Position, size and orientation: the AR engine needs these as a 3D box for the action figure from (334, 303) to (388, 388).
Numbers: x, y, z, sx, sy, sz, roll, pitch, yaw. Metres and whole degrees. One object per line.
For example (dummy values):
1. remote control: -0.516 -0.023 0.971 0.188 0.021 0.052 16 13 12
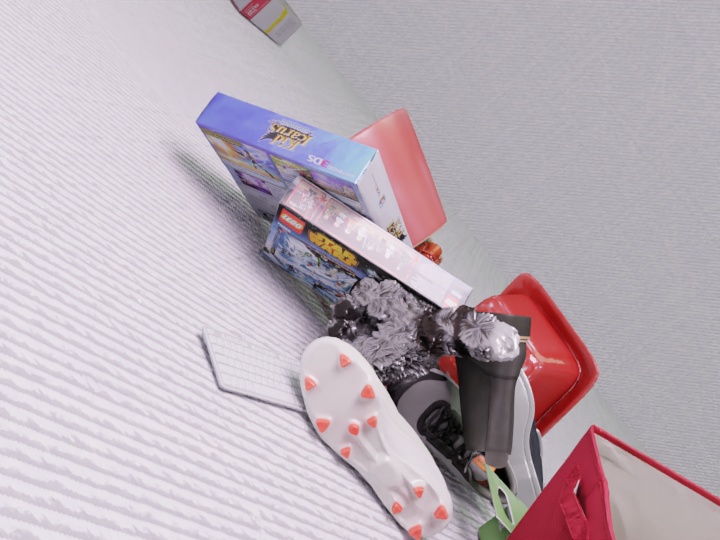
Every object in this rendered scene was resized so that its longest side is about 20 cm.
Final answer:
1. action figure: 0.011 0.046 0.897 0.201 0.065 0.052 61 -7 20

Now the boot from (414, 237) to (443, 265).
1. boot: 0.072 0.000 1.174 0.075 0.107 0.200 49 15 -8

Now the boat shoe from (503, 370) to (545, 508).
1. boat shoe: 0.181 0.206 0.958 0.060 0.075 0.203 34 52 -70

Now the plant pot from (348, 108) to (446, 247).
1. plant pot: 0.026 -0.113 1.175 0.179 0.199 0.200 58 13 -5

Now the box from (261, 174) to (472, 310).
1. box: 0.000 0.000 0.797 0.199 0.040 0.137 33 -24 -2

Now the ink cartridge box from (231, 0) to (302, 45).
1. ink cartridge box: -0.246 -0.658 1.934 0.146 0.083 0.200 56 14 22

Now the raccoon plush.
1. raccoon plush: 0.051 0.089 0.753 0.198 0.097 0.134 19 -22 25

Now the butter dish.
1. butter dish: 0.175 0.121 1.049 0.147 0.201 0.200 16 33 -41

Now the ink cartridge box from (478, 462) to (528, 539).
1. ink cartridge box: 0.170 0.300 0.782 0.200 0.059 0.104 49 13 -9

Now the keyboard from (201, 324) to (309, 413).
1. keyboard: -0.063 0.094 0.675 0.200 0.011 0.057 31 23 -55

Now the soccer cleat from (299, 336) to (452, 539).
1. soccer cleat: 0.012 0.142 0.688 0.201 0.069 0.078 56 7 -8

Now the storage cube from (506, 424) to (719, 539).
1. storage cube: 0.212 0.268 0.615 0.199 0.181 0.171 31 20 0

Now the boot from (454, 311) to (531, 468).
1. boot: 0.115 0.116 0.809 0.200 0.076 0.140 92 4 -84

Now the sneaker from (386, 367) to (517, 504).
1. sneaker: 0.104 0.174 0.843 0.200 0.074 0.079 45 0 -24

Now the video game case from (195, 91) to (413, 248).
1. video game case: -0.051 -0.086 0.820 0.198 0.046 0.182 24 -18 26

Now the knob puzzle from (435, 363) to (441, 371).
1. knob puzzle: 0.107 0.133 0.975 0.222 0.030 0.220 63 0 1
